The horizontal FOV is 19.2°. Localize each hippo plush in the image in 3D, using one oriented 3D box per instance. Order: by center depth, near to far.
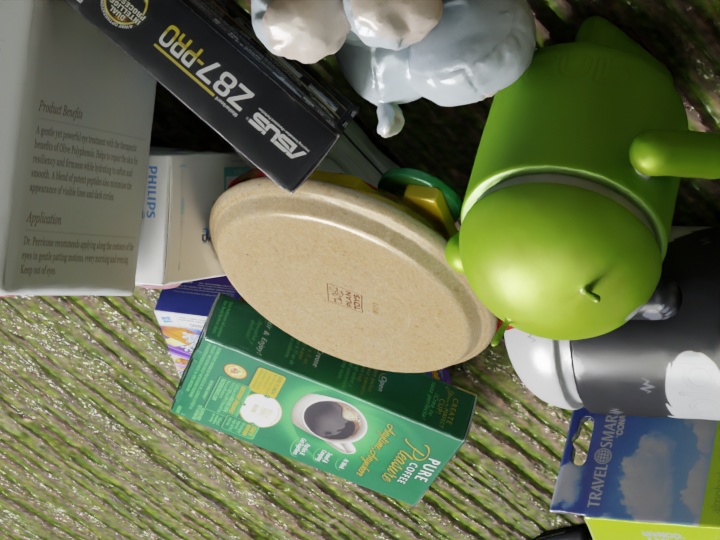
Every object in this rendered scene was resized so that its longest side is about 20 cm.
[{"bbox_3d":[0.008,-0.138,1.167,0.200,0.159,0.161,-3,140,26],"label":"hippo plush"}]

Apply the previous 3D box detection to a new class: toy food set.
[{"bbox_3d":[0.000,0.000,1.331,0.198,0.049,0.200,10,148,25],"label":"toy food set"}]

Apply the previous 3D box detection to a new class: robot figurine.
[{"bbox_3d":[0.121,-0.047,1.204,0.116,0.200,0.175,37,138,-25],"label":"robot figurine"},{"bbox_3d":[0.190,0.030,1.354,0.200,0.125,0.150,1,132,23],"label":"robot figurine"}]

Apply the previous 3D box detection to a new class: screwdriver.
[{"bbox_3d":[0.115,0.238,1.766,0.200,0.029,0.028,-17,133,45],"label":"screwdriver"}]

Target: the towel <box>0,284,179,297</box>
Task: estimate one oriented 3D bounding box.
[{"bbox_3d":[-0.240,0.003,1.465,0.144,0.023,0.200,7,-173,40],"label":"towel"}]

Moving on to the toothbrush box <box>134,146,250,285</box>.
[{"bbox_3d":[-0.186,-0.041,1.393,0.200,0.085,0.146,5,-175,20],"label":"toothbrush box"}]

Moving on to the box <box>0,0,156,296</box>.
[{"bbox_3d":[-0.243,-0.078,1.226,0.200,0.172,0.199,7,-179,15],"label":"box"}]

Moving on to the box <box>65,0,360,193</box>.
[{"bbox_3d":[-0.093,-0.133,1.194,0.200,0.161,0.049,40,101,-4],"label":"box"}]

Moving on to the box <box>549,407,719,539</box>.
[{"bbox_3d":[0.242,0.135,1.474,0.200,0.122,0.048,2,144,22],"label":"box"}]

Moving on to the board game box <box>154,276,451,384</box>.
[{"bbox_3d":[-0.038,0.063,1.569,0.200,0.045,0.135,6,144,16],"label":"board game box"}]

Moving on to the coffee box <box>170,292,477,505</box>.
[{"bbox_3d":[-0.028,0.095,1.530,0.200,0.044,0.123,21,146,-4],"label":"coffee box"}]

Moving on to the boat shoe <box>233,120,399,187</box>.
[{"bbox_3d":[-0.027,-0.061,1.372,0.200,0.067,0.074,33,143,-21],"label":"boat shoe"}]
